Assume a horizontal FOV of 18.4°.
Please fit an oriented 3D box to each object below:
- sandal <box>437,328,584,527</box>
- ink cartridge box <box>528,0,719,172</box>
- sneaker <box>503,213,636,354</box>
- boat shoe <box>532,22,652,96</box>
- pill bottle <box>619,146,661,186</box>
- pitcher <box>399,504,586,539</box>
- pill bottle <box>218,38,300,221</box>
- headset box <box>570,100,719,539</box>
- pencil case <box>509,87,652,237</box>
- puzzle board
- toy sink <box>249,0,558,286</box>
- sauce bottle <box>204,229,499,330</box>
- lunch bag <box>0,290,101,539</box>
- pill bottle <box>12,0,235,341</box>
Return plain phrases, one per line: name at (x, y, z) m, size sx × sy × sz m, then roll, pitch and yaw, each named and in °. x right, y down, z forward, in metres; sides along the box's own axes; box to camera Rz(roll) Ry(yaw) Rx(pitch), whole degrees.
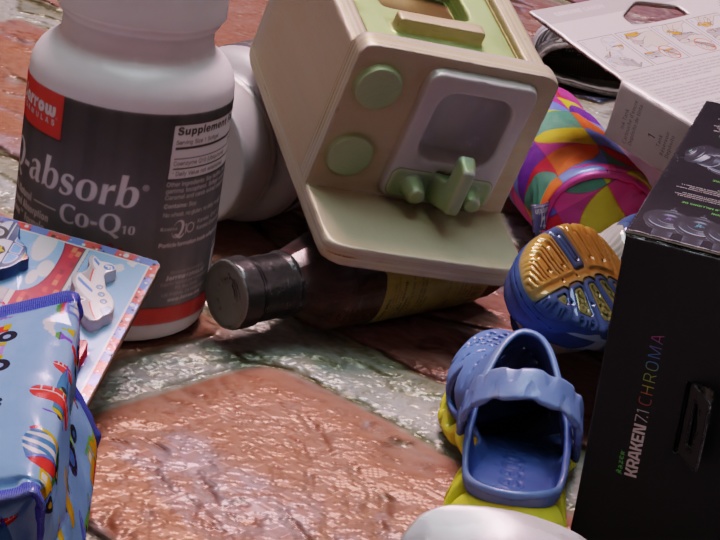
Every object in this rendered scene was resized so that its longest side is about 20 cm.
sandal at (0.082, 0.068, 1.134) m, size 0.079 × 0.088 × 0.200 m, roll 8°, pitch 19°, yaw -3°
ink cartridge box at (0.226, -0.119, 1.424) m, size 0.199 × 0.045 × 0.176 m, roll -15°, pitch 42°, yaw -42°
sneaker at (0.119, 0.022, 1.259) m, size 0.076 × 0.088 × 0.200 m, roll 62°, pitch 25°, yaw 10°
boat shoe at (0.238, -0.165, 1.816) m, size 0.198 × 0.073 × 0.071 m, roll 2°, pitch 30°, yaw 9°
pill bottle at (0.281, -0.065, 1.514) m, size 0.199 × 0.110 × 0.110 m, roll -2°, pitch 25°, yaw -28°
pitcher at (0.122, 0.164, 0.888) m, size 0.170 × 0.122 × 0.200 m, roll 6°, pitch 9°, yaw -26°
pill bottle at (-0.055, -0.096, 1.442) m, size 0.113 × 0.115 × 0.200 m, roll 22°, pitch 24°, yaw 28°
headset box at (0.180, 0.035, 1.120) m, size 0.092 × 0.175 × 0.200 m, roll 15°, pitch 27°, yaw 15°
pencil case at (0.134, -0.058, 1.471) m, size 0.088 × 0.089 × 0.200 m, roll 6°, pitch 21°, yaw -10°
puzzle board at (-0.200, 0.032, 1.112) m, size 0.150 × 0.017 × 0.200 m, roll 16°, pitch 38°, yaw 5°
toy sink at (0.029, -0.102, 1.296) m, size 0.130 × 0.112 × 0.201 m, roll 8°, pitch 38°, yaw -23°
sauce bottle at (0.000, 0.000, 1.296) m, size 0.199 × 0.066 × 0.066 m, roll -11°, pitch 30°, yaw -43°
lunch bag at (-0.222, 0.091, 0.964) m, size 0.198 × 0.095 × 0.151 m, roll -3°, pitch 32°, yaw 1°
pill bottle at (-0.131, -0.073, 1.235) m, size 0.115 × 0.201 × 0.116 m, roll 8°, pitch 21°, yaw -3°
